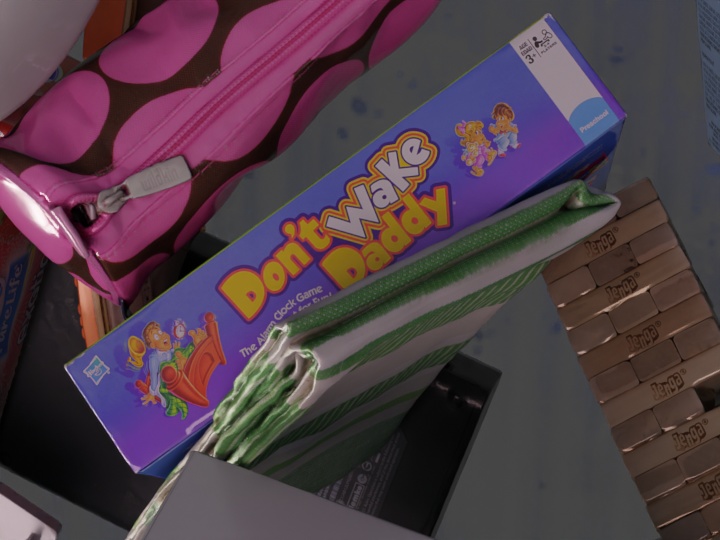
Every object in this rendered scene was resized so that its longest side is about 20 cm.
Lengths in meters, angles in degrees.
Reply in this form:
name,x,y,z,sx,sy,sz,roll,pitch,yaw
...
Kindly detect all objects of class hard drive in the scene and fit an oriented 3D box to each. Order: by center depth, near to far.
name,x,y,z,sx,sy,sz,roll,pitch,yaw
hard drive,-0.055,0.064,0.835,0.199,0.033,0.140,25,114,9

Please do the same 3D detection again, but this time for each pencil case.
name,x,y,z,sx,sy,sz,roll,pitch,yaw
pencil case,-0.042,-0.076,0.700,0.091,0.094,0.200,45,80,-4

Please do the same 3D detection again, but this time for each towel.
name,x,y,z,sx,sy,sz,roll,pitch,yaw
towel,-0.005,0.046,0.673,0.023,0.152,0.200,53,142,13

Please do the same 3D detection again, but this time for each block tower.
name,x,y,z,sx,sy,sz,roll,pitch,yaw
block tower,0.123,0.061,0.703,0.054,0.058,0.201,-27,64,9

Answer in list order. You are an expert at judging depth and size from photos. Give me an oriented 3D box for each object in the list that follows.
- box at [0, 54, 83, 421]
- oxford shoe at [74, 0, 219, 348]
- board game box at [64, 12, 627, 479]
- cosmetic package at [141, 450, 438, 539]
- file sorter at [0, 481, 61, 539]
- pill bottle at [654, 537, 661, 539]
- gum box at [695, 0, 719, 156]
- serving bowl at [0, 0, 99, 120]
name,x,y,z,sx,sy,sz,roll,pitch,yaw
box,-0.191,-0.005,0.822,0.099,0.096,0.201,25,114,7
oxford shoe,-0.075,-0.038,0.769,0.072,0.071,0.202,3,95,-3
board game box,0.000,0.000,0.694,0.199,0.134,0.045,-36,81,-2
cosmetic package,0.023,0.154,0.624,0.198,0.052,0.152,19,133,10
file sorter,-0.233,0.155,0.742,0.138,0.125,0.201,35,95,-6
pill bottle,0.120,0.168,0.769,0.199,0.112,0.113,-27,98,25
gum box,0.190,-0.144,0.627,0.168,0.045,0.202,-12,114,-3
serving bowl,-0.176,-0.146,0.692,0.199,0.066,0.202,-3,84,31
